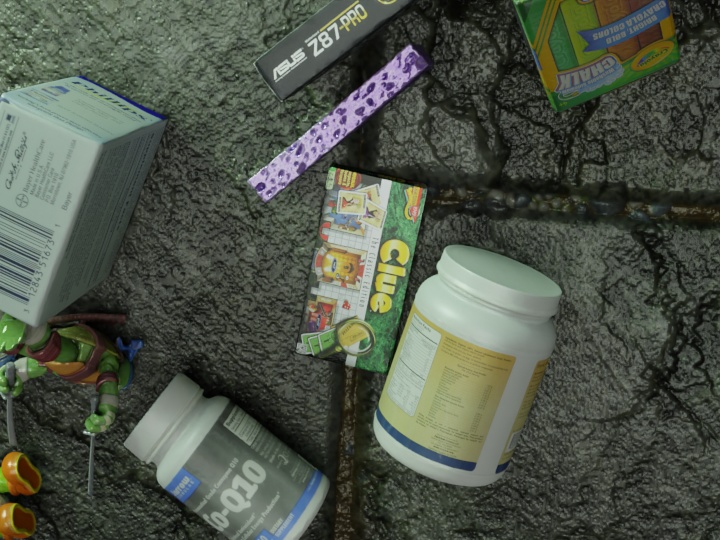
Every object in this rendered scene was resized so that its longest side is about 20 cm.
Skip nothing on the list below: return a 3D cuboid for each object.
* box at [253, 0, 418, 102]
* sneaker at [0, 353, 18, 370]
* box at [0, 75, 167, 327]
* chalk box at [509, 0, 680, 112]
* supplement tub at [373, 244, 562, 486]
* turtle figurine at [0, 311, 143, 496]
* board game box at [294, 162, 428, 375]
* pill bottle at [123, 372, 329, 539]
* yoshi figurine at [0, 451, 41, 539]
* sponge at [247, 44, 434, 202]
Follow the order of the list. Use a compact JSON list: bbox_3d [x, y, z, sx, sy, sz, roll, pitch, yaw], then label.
[{"bbox_3d":[0.005,-0.236,1.022,0.199,0.161,0.049,-36,97,15],"label":"box"},{"bbox_3d":[-0.384,0.062,1.195,0.199,0.076,0.077,-38,114,17],"label":"sneaker"},{"bbox_3d":[-0.286,-0.074,1.075,0.104,0.200,0.186,25,105,1],"label":"box"},{"bbox_3d":[0.200,-0.235,0.998,0.123,0.125,0.200,-23,144,12],"label":"chalk box"},{"bbox_3d":[0.106,0.091,1.100,0.143,0.145,0.202,19,105,1],"label":"supplement tub"},{"bbox_3d":[-0.318,0.119,1.128,0.200,0.144,0.194,-43,138,1],"label":"turtle figurine"},{"bbox_3d":[0.000,0.000,1.153,0.103,0.023,0.203,11,105,1],"label":"board game box"},{"bbox_3d":[-0.140,0.204,1.172,0.199,0.114,0.114,38,105,-4],"label":"pill bottle"},{"bbox_3d":[-0.457,0.251,1.223,0.197,0.112,0.114,-10,103,15],"label":"yoshi figurine"},{"bbox_3d":[-0.016,-0.143,1.073,0.199,0.112,0.030,-39,95,14],"label":"sponge"}]
